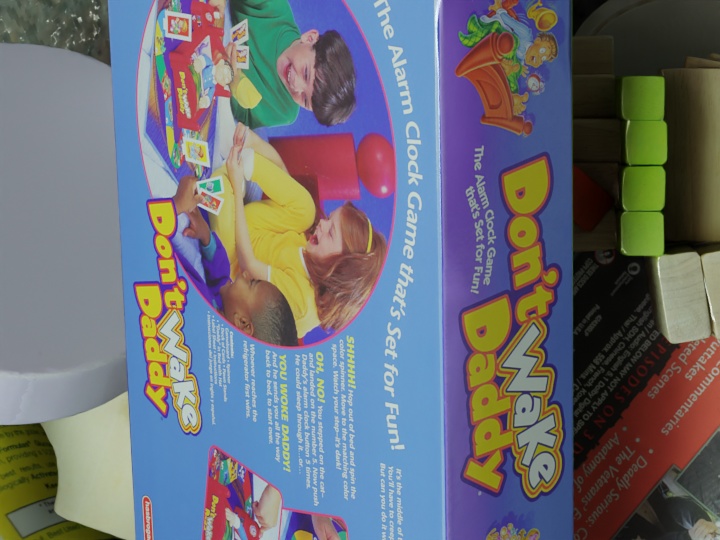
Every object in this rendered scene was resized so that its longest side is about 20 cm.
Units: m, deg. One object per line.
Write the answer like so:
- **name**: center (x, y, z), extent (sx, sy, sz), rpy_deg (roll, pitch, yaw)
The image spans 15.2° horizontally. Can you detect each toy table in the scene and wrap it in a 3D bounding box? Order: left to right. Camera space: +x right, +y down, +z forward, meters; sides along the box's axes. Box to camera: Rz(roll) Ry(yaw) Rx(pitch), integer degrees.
- **toy table**: center (-0.126, 0.020, 0.891), extent (0.183, 0.200, 0.118), rpy_deg (25, 122, 6)

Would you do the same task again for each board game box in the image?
- **board game box**: center (-0.007, 0.004, 0.702), extent (0.134, 0.045, 0.202), rpy_deg (16, 113, 47)

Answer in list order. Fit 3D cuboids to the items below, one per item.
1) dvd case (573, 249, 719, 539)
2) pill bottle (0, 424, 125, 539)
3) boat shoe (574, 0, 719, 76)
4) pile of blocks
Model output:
- **dvd case**: center (0.125, 0.069, 0.749), extent (0.200, 0.022, 0.146), rpy_deg (39, 94, -1)
- **pill bottle**: center (-0.168, 0.081, 1.000), extent (0.200, 0.112, 0.113), rpy_deg (51, 122, 21)
- **boat shoe**: center (0.157, -0.057, 0.766), extent (0.199, 0.062, 0.075), rpy_deg (-12, 73, 29)
- **pile of blocks**: center (0.109, -0.008, 0.703), extent (0.199, 0.062, 0.083), rpy_deg (24, 94, -1)
